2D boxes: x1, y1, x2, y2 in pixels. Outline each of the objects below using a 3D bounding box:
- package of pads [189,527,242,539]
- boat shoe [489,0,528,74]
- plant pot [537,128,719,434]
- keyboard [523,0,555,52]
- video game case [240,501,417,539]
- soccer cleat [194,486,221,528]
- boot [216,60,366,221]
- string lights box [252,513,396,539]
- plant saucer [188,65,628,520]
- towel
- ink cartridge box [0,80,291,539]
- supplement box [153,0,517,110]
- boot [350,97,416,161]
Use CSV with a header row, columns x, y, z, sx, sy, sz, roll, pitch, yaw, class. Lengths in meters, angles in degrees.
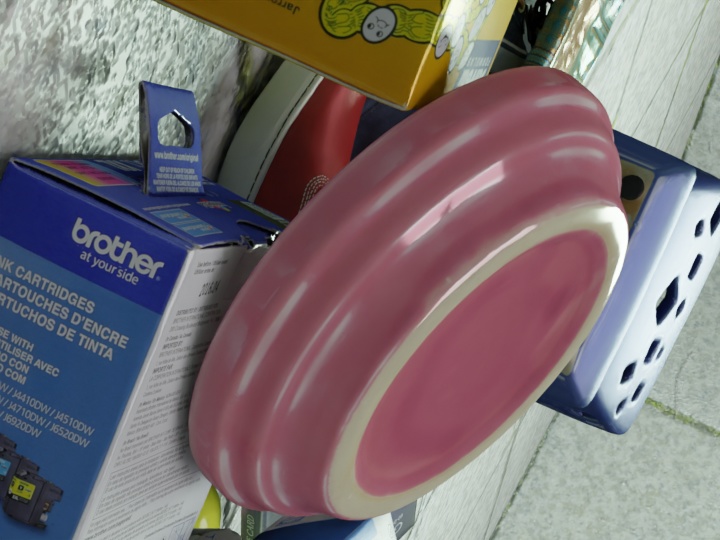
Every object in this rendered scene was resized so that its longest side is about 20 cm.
x,y,z,sx,sy,sz,roll,pitch,yaw,class
-0.077,0.227,0.702,0.200,0.068,0.155,-72,146,-55,package of pads
0.064,-0.155,0.870,0.200,0.071,0.091,-7,119,-77,boat shoe
0.123,-0.016,1.113,0.201,0.199,0.180,-65,162,1,plant pot
0.100,-0.167,0.967,0.200,0.021,0.128,75,6,-71,keyboard
-0.011,0.111,0.866,0.143,0.019,0.201,-39,149,-36,video game case
-0.104,0.201,0.817,0.201,0.083,0.065,-66,166,2,soccer cleat
0.000,0.000,0.730,0.201,0.144,0.072,-67,166,1,boot
-0.032,0.172,0.667,0.200,0.059,0.103,-22,100,-70,string lights box
0.029,0.020,0.601,0.200,0.051,0.201,-36,152,-22,plant saucer
0.108,-0.105,0.903,0.201,0.022,0.147,-63,169,-6,towel
-0.089,0.035,0.581,0.201,0.076,0.136,-65,168,8,ink cartridge box
0.019,-0.168,0.565,0.201,0.109,0.109,-68,167,13,supplement box
-0.016,-0.022,0.817,0.200,0.090,0.073,-40,-177,17,boot
